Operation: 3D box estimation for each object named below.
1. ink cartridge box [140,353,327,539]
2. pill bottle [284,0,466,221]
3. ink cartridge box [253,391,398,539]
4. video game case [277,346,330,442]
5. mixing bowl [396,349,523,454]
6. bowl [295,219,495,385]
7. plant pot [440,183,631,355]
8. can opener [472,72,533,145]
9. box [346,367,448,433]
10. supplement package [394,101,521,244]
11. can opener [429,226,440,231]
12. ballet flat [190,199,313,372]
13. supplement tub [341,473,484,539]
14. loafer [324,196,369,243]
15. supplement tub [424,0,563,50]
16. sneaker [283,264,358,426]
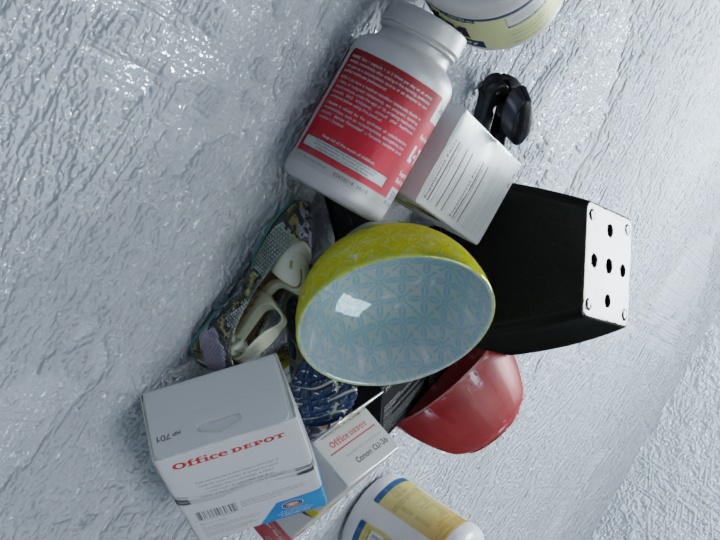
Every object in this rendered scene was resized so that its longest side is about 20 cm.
[{"bbox_3d":[-0.126,0.186,1.331,0.146,0.086,0.200,-16,143,-3],"label":"ink cartridge box"},{"bbox_3d":[0.019,-0.158,1.272,0.200,0.112,0.112,-60,154,2],"label":"pill bottle"},{"bbox_3d":[-0.037,0.234,1.512,0.200,0.068,0.116,-48,169,36],"label":"ink cartridge box"},{"bbox_3d":[-0.092,0.172,1.516,0.181,0.025,0.200,-35,145,-41],"label":"video game case"},{"bbox_3d":[0.143,0.172,1.731,0.200,0.108,0.200,-40,-172,7],"label":"mixing bowl"},{"bbox_3d":[0.026,0.014,1.302,0.200,0.108,0.200,-8,139,-7],"label":"bowl"},{"bbox_3d":[0.221,-0.003,1.571,0.200,0.177,0.200,15,77,-55],"label":"plant pot"},{"bbox_3d":[0.156,-0.160,1.576,0.063,0.079,0.200,-1,144,-14],"label":"can opener"},{"bbox_3d":[0.059,0.099,1.641,0.200,0.079,0.141,-45,158,-29],"label":"box"},{"bbox_3d":[0.078,-0.119,1.418,0.110,0.114,0.200,-61,153,1],"label":"supplement package"},{"bbox_3d":[0.043,-0.015,1.526,0.200,0.079,0.063,-30,100,-49],"label":"can opener"},{"bbox_3d":[-0.090,0.023,1.316,0.200,0.072,0.072,-56,154,-8],"label":"ballet flat"},{"bbox_3d":[0.088,0.402,1.876,0.145,0.200,0.145,-42,149,-32],"label":"supplement tub"},{"bbox_3d":[0.000,0.000,1.394,0.070,0.068,0.201,-28,113,-19],"label":"loafer"},{"bbox_3d":[0.127,-0.296,1.261,0.145,0.145,0.200,-61,168,3],"label":"supplement tub"},{"bbox_3d":[-0.047,0.080,1.421,0.077,0.085,0.200,-5,122,-8],"label":"sneaker"}]
